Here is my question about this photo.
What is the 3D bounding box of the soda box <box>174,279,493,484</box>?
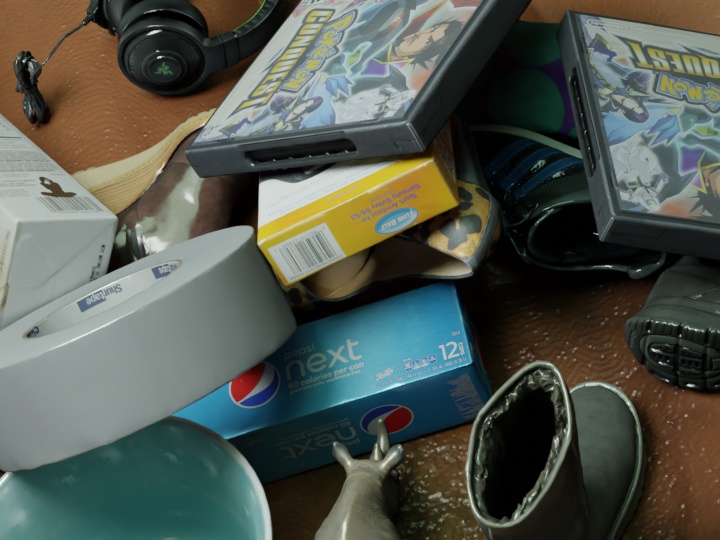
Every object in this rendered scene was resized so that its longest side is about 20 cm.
[{"bbox_3d":[-0.022,0.075,1.625,0.199,0.064,0.068,-17,54,8],"label":"soda box"}]

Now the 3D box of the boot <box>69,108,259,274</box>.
[{"bbox_3d":[-0.106,-0.010,1.724,0.199,0.072,0.167,-21,66,4],"label":"boot"}]

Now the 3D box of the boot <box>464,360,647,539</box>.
[{"bbox_3d":[0.108,0.104,1.476,0.072,0.200,0.182,1,59,19],"label":"boot"}]

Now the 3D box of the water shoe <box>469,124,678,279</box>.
[{"bbox_3d":[0.108,-0.043,1.637,0.199,0.072,0.079,9,26,23],"label":"water shoe"}]

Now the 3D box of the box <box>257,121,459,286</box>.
[{"bbox_3d":[-0.003,-0.077,1.611,0.119,0.042,0.200,-25,26,13],"label":"box"}]

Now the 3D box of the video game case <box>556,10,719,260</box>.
[{"bbox_3d":[0.227,-0.076,1.583,0.199,0.026,0.181,8,46,-16],"label":"video game case"}]

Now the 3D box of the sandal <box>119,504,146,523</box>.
[{"bbox_3d":[-0.217,0.095,1.666,0.211,0.070,0.078,28,91,31],"label":"sandal"}]

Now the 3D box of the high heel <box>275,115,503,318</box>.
[{"bbox_3d":[0.000,0.000,1.607,0.200,0.071,0.143,-39,30,18],"label":"high heel"}]

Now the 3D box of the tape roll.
[{"bbox_3d":[-0.140,0.045,1.559,0.200,0.066,0.200,-25,9,4],"label":"tape roll"}]

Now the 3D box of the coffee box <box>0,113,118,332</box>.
[{"bbox_3d":[-0.250,-0.028,1.712,0.080,0.115,0.200,-3,28,-38],"label":"coffee box"}]

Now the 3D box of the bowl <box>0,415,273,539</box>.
[{"bbox_3d":[-0.133,0.197,1.559,0.200,0.105,0.201,-9,56,13],"label":"bowl"}]

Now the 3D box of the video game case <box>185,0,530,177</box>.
[{"bbox_3d":[0.009,-0.136,1.607,0.180,0.026,0.200,-4,38,40],"label":"video game case"}]

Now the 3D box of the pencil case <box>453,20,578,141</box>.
[{"bbox_3d":[0.088,-0.126,1.705,0.199,0.092,0.085,9,93,21],"label":"pencil case"}]

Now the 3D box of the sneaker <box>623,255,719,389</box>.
[{"bbox_3d":[0.261,0.029,1.555,0.199,0.076,0.091,13,53,22],"label":"sneaker"}]

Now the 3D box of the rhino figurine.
[{"bbox_3d":[0.000,0.176,1.537,0.060,0.088,0.200,0,59,19],"label":"rhino figurine"}]

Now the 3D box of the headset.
[{"bbox_3d":[-0.149,-0.166,1.839,0.199,0.094,0.124,-20,48,-13],"label":"headset"}]
